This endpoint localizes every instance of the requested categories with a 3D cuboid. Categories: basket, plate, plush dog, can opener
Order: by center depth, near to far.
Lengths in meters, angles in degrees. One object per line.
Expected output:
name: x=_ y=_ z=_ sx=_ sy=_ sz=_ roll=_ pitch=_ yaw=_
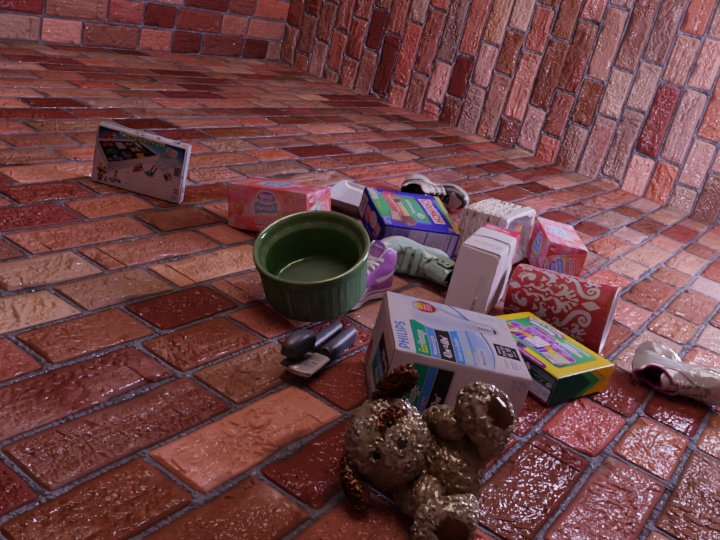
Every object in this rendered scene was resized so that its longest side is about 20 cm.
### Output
plush dog: x=0.064 y=0.210 z=0.922 sx=0.170 sy=0.202 sz=0.161 roll=25 pitch=-13 yaw=-1
can opener: x=-0.058 y=0.113 z=1.198 sx=0.052 sy=0.067 sz=0.200 roll=20 pitch=16 yaw=17
basket: x=0.319 y=-0.089 z=1.883 sx=0.122 sy=0.137 sz=0.199 roll=21 pitch=21 yaw=27
plate: x=0.014 y=-0.172 z=2.018 sx=0.198 sy=0.033 sz=0.200 roll=19 pitch=20 yaw=10

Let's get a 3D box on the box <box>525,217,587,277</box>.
box: x=0.467 y=-0.044 z=1.890 sx=0.093 sy=0.104 sz=0.200 roll=14 pitch=21 yaw=-2

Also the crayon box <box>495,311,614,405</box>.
crayon box: x=0.307 y=0.147 z=1.369 sx=0.171 sy=0.059 sz=0.199 roll=-2 pitch=27 yaw=-42

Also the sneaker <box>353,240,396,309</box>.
sneaker: x=0.000 y=0.000 z=1.451 sx=0.072 sy=0.116 sz=0.200 roll=27 pitch=24 yaw=25

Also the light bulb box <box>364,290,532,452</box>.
light bulb box: x=0.118 y=0.142 z=1.151 sx=0.197 sy=0.126 sz=0.199 roll=13 pitch=21 yaw=-8

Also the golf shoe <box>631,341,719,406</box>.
golf shoe: x=0.582 y=0.204 z=1.423 sx=0.198 sy=0.076 sz=0.091 roll=23 pitch=37 yaw=26

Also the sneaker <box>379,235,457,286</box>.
sneaker: x=0.124 y=-0.017 z=1.627 sx=0.198 sy=0.075 sz=0.118 roll=6 pitch=16 yaw=-30

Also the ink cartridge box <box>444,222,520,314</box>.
ink cartridge box: x=0.243 y=0.002 z=1.569 sx=0.083 sy=0.147 sz=0.200 roll=20 pitch=20 yaw=17

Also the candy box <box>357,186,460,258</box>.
candy box: x=0.112 y=-0.111 z=1.834 sx=0.197 sy=0.078 sz=0.170 roll=7 pitch=33 yaw=-23

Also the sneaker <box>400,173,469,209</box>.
sneaker: x=0.203 y=-0.207 z=2.211 sx=0.198 sy=0.076 sz=0.088 roll=18 pitch=34 yaw=22

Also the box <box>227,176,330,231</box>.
box: x=-0.169 y=-0.133 z=1.639 sx=0.198 sy=0.096 sz=0.102 roll=11 pitch=19 yaw=28

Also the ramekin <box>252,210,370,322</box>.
ramekin: x=-0.080 y=-0.005 z=1.342 sx=0.197 sy=0.099 sz=0.201 roll=-2 pitch=40 yaw=2

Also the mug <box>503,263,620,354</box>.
mug: x=0.393 y=0.081 z=1.560 sx=0.198 sy=0.179 sz=0.134 roll=19 pitch=56 yaw=21

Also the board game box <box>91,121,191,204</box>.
board game box: x=-0.469 y=-0.230 z=1.687 sx=0.197 sy=0.128 sz=0.035 roll=15 pitch=21 yaw=-1
